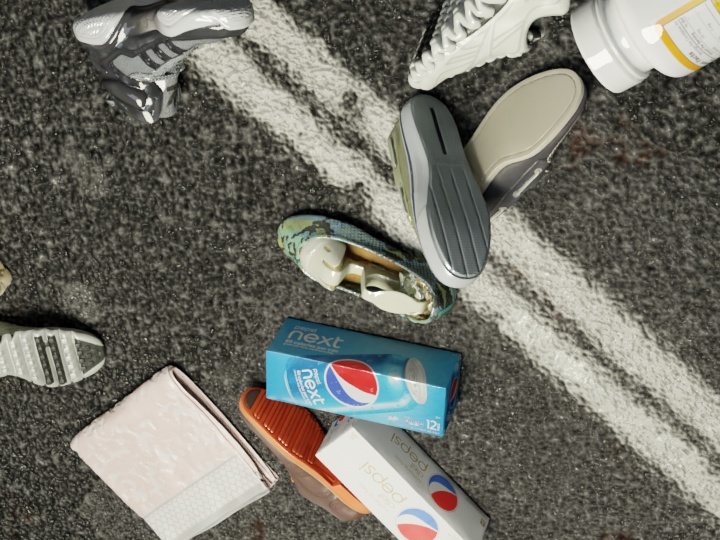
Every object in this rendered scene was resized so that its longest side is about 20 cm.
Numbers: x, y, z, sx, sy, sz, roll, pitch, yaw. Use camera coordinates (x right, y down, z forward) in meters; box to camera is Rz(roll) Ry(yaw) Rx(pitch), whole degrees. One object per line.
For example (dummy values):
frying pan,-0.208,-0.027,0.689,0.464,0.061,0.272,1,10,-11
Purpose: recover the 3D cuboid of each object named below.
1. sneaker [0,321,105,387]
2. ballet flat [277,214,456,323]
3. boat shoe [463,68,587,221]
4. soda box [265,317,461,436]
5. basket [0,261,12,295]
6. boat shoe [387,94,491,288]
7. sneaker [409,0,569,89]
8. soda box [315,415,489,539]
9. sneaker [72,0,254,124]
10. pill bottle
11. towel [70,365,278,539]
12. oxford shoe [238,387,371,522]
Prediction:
sneaker,-0.392,0.089,1.568,0.197,0.081,0.076,-2,115,-1
ballet flat,0.000,0.000,1.369,0.198,0.074,0.075,18,123,10
boat shoe,0.145,-0.109,1.270,0.062,0.073,0.200,15,130,-42
soda box,0.003,0.111,1.431,0.197,0.068,0.065,10,122,15
basket,-0.523,0.009,1.497,0.160,0.200,0.199,-25,108,24
boat shoe,0.070,-0.067,1.253,0.071,0.202,0.062,7,147,-25
sneaker,0.108,-0.208,1.179,0.080,0.076,0.200,29,147,-15
soda box,0.048,0.238,1.490,0.200,0.064,0.068,46,124,-9
sneaker,-0.180,-0.207,1.316,0.198,0.076,0.115,0,119,27
pill bottle,0.276,-0.228,1.107,0.199,0.111,0.112,-28,106,31
towel,-0.223,0.226,1.605,0.199,0.032,0.191,-35,102,32
oxford shoe,-0.067,0.213,1.516,0.200,0.071,0.072,43,129,-7
